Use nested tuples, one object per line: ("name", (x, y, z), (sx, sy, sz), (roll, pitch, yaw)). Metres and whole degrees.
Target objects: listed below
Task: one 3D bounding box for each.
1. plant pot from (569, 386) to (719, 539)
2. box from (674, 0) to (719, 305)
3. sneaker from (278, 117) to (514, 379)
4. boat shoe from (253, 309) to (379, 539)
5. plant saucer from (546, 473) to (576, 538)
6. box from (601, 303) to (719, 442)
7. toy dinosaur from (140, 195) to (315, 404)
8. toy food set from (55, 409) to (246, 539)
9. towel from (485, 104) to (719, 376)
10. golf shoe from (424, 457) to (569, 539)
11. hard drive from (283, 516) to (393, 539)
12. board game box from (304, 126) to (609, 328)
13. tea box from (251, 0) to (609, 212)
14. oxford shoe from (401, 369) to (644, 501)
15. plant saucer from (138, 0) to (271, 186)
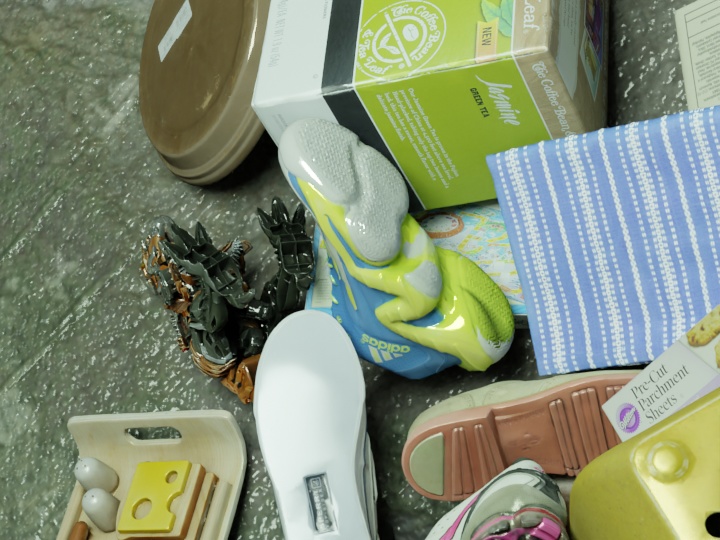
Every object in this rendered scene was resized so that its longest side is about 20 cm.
("plant pot", (0.226, 0.144, 0.961), (0.195, 0.200, 0.195), (-29, 62, -1))
("box", (0.258, -0.073, 1.099), (0.095, 0.078, 0.201), (-20, 64, 39))
("sneaker", (0.000, 0.000, 1.138), (0.105, 0.200, 0.076), (-32, 18, 38))
("boat shoe", (-0.027, 0.128, 1.144), (0.073, 0.065, 0.201), (-3, 76, 1))
("plant saucer", (0.117, 0.210, 1.108), (0.199, 0.037, 0.202), (-9, 69, 24))
("box", (0.214, 0.036, 1.005), (0.200, 0.039, 0.042), (-47, 61, 38))
("toy dinosaur", (-0.081, 0.028, 1.236), (0.199, 0.136, 0.102), (34, 44, 17))
("toy food set", (-0.166, 0.184, 1.211), (0.143, 0.060, 0.201), (-6, 53, 30))
("towel", (0.170, -0.014, 1.068), (0.199, 0.024, 0.146), (-10, 98, 40))
("golf shoe", (0.055, 0.198, 1.089), (0.200, 0.072, 0.092), (-49, 16, 22))
("hard drive", (-0.063, 0.251, 1.184), (0.199, 0.033, 0.140), (-18, 66, 20))
("board game box", (0.065, -0.030, 1.216), (0.199, 0.034, 0.135), (-1, 73, 26))
("tea box", (0.053, -0.158, 1.181), (0.196, 0.134, 0.201), (-9, 53, 20))
("oxford shoe", (0.123, 0.087, 1.128), (0.199, 0.074, 0.071), (-7, 111, 6))
("plant saucer", (-0.107, -0.161, 1.294), (0.200, 0.029, 0.201), (-24, 61, 53))
